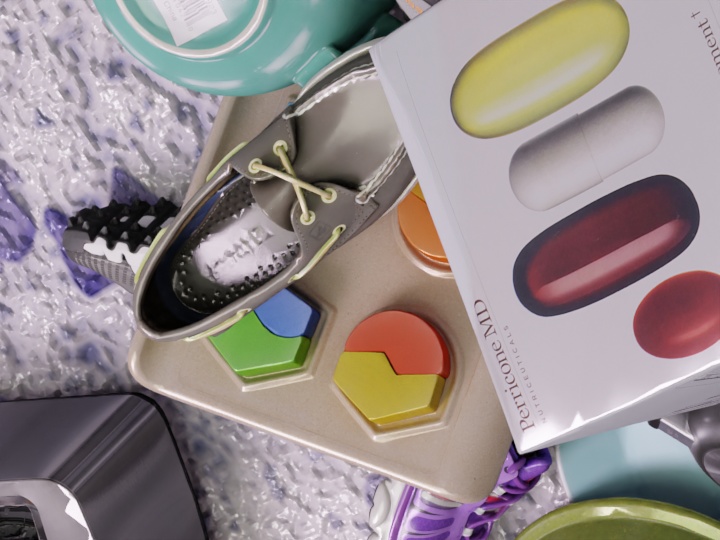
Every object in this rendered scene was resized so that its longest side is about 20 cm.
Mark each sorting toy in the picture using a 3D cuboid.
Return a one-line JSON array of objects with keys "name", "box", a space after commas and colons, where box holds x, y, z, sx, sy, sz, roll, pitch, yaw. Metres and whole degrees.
[{"name": "sorting toy", "box": [0.000, 0.000, 1.273, 0.200, 0.036, 0.185, 19, 85, 13]}]

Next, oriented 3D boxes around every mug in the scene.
[{"name": "mug", "box": [-0.046, -0.157, 1.228, 0.185, 0.114, 0.152, 19, 120, 16]}]

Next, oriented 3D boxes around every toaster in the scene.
[{"name": "toaster", "box": [-0.176, 0.172, 1.439, 0.200, 0.119, 0.181, -5, 112, 26]}]

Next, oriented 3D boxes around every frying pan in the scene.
[{"name": "frying pan", "box": [0.174, 0.074, 1.213, 0.190, 0.031, 0.115, 31, 159, -11]}]

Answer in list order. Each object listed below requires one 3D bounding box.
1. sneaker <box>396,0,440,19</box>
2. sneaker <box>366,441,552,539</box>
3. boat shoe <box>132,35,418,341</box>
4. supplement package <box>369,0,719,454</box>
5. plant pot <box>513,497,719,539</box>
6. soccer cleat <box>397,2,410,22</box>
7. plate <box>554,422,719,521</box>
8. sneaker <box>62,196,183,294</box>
[{"name": "sneaker", "box": [0.017, -0.183, 1.160, 0.074, 0.200, 0.079, -14, 140, -2]}, {"name": "sneaker", "box": [0.057, 0.110, 1.323, 0.083, 0.081, 0.200, 20, 120, 20]}, {"name": "boat shoe", "box": [-0.034, -0.033, 1.204, 0.072, 0.060, 0.202, 48, 119, 1]}, {"name": "supplement package", "box": [0.145, -0.053, 1.041, 0.200, 0.147, 0.192, -30, 77, 41]}, {"name": "plant pot", "box": [0.125, 0.252, 1.277, 0.200, 0.190, 0.200, 16, 131, 19]}, {"name": "soccer cleat", "box": [0.080, -0.074, 1.222, 0.070, 0.086, 0.200, -17, 95, 24]}, {"name": "plate", "box": [0.196, 0.091, 1.288, 0.200, 0.026, 0.201, 9, 116, 20]}, {"name": "sneaker", "box": [-0.070, 0.020, 1.350, 0.200, 0.066, 0.091, 12, 115, 17]}]
